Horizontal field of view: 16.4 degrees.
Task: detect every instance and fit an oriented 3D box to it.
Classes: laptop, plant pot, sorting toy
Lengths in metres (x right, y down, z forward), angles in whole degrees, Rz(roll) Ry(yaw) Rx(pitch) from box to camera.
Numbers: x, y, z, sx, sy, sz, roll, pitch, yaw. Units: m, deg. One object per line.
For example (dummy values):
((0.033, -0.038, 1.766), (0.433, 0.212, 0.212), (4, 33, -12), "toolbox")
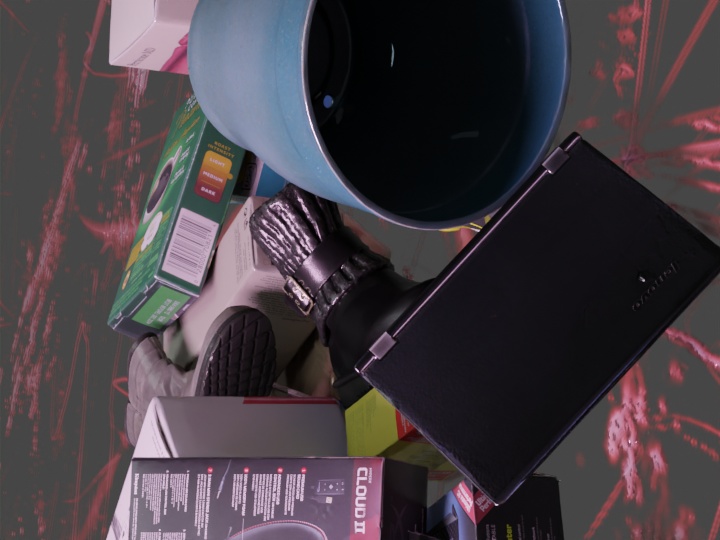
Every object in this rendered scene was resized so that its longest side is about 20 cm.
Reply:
((0.100, 0.028, 1.451), (0.187, 0.116, 0.200), (-46, -4, -1), "laptop")
((-0.005, -0.132, 1.544), (0.188, 0.199, 0.201), (8, 94, 55), "plant pot")
((-0.028, 0.057, 1.913), (0.185, 0.036, 0.201), (-138, 60, -65), "sorting toy")

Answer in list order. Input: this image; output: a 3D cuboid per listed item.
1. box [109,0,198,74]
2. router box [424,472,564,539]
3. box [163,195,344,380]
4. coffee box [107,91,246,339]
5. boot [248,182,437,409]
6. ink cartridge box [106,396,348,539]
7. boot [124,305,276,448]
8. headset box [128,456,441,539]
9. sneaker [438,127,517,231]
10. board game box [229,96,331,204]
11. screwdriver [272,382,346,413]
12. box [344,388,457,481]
((-0.075, -0.205, 1.848), (0.128, 0.199, 0.110), (154, 119, -67), "box")
((0.075, 0.240, 1.546), (0.150, 0.062, 0.201), (131, 139, -60), "router box")
((-0.082, 0.027, 1.902), (0.200, 0.082, 0.069), (129, 143, -50), "box")
((-0.134, -0.055, 1.945), (0.123, 0.044, 0.201), (-41, 30, 59), "coffee box")
((-0.002, 0.001, 1.699), (0.158, 0.079, 0.211), (65, 155, 5), "boot")
((-0.096, 0.188, 1.751), (0.085, 0.145, 0.201), (-115, 35, -44), "ink cartridge box")
((-0.133, 0.085, 1.869), (0.131, 0.068, 0.201), (42, 135, 36), "boot")
((-0.044, 0.192, 1.557), (0.199, 0.075, 0.149), (-3, 80, 24), "headset box")
((0.053, -0.057, 1.638), (0.200, 0.084, 0.075), (163, 110, -68), "sneaker")
((-0.080, -0.129, 2.029), (0.200, 0.047, 0.152), (-171, 96, -69), "board game box")
((-0.036, 0.092, 1.831), (0.200, 0.028, 0.029), (22, 135, 44), "screwdriver")
((0.057, 0.088, 1.614), (0.200, 0.075, 0.050), (140, 131, -61), "box")
